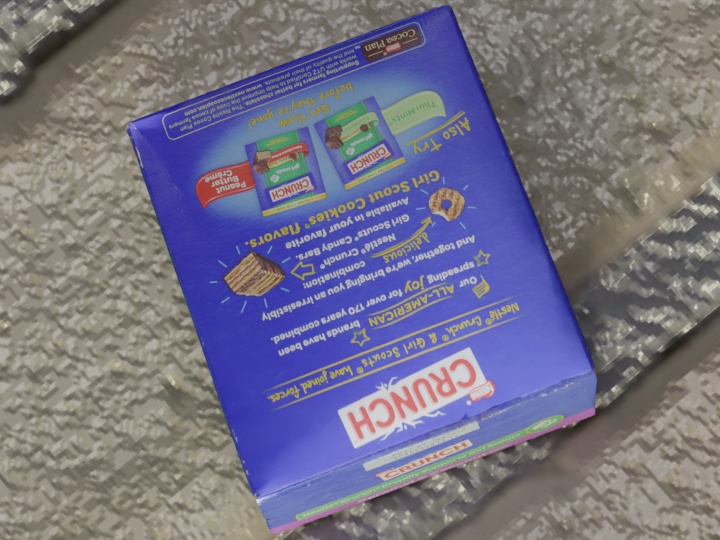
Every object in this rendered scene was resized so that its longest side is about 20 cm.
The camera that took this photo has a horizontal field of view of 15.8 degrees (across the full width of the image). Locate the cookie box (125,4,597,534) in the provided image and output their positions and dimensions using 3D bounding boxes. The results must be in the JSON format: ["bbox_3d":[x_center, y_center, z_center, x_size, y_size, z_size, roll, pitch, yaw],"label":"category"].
[{"bbox_3d":[0.000,0.000,1.232,0.171,0.075,0.200,-20,70,1],"label":"cookie box"}]
